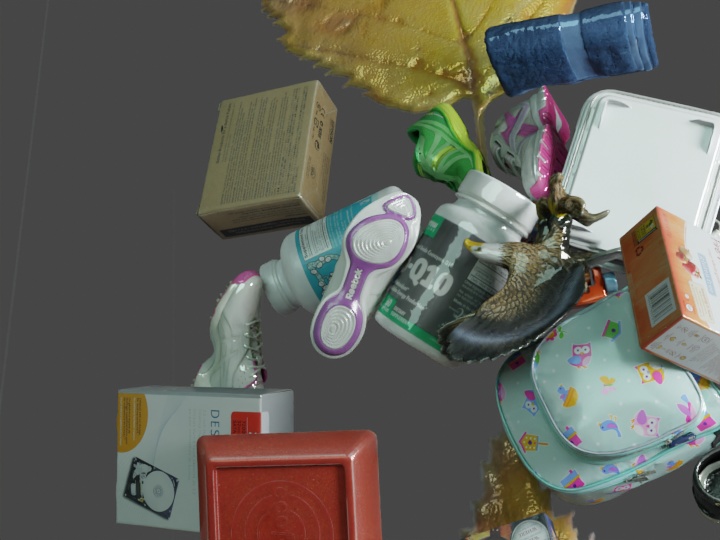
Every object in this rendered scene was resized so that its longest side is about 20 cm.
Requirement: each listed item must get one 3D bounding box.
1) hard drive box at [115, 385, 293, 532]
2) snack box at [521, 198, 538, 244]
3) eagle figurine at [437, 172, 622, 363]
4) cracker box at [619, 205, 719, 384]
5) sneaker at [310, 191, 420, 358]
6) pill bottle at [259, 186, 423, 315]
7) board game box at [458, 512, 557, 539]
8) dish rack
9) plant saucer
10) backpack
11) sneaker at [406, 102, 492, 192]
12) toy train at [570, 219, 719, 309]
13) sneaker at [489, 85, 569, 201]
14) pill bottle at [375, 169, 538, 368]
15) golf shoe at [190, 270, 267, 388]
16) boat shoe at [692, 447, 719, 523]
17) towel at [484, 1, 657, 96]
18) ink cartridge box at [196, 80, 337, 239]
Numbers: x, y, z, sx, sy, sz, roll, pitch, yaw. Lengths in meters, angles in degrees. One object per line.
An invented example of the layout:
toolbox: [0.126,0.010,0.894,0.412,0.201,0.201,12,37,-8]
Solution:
hard drive box: [-0.178,0.213,1.065,0.198,0.077,0.157,-3,86,25]
snack box: [0.220,-0.057,1.098,0.199,0.024,0.072,-38,53,1]
eagle figurine: [0.164,0.015,0.938,0.150,0.151,0.201,16,83,48]
cracker box: [0.341,0.040,0.863,0.058,0.199,0.135,-48,28,40]
sneaker: [0.000,0.000,1.049,0.074,0.100,0.201,30,92,-2]
pill bottle: [-0.021,-0.015,1.139,0.199,0.111,0.111,-25,53,12]
board game box: [0.100,0.322,0.861,0.199,0.035,0.136,-23,53,14]
dish rack: [0.300,-0.097,0.994,0.170,0.044,0.202,17,82,17]
plant saucer: [-0.078,0.271,0.963,0.198,0.037,0.202,-4,87,10]
backpack: [0.233,0.126,0.901,0.199,0.153,0.177,-33,64,15]
sneaker: [0.113,-0.129,1.169,0.083,0.074,0.201,-28,43,6]
toy train: [0.301,-0.030,1.029,0.198,0.056,0.151,-17,73,9]
sneaker: [0.202,-0.138,1.113,0.088,0.082,0.201,-27,26,25]
pill bottle: [0.111,-0.003,1.039,0.113,0.113,0.201,32,91,37]
golf shoe: [-0.141,0.100,1.126,0.091,0.075,0.202,25,109,25]
boat shoe: [0.403,0.183,0.840,0.200,0.063,0.074,-15,53,16]
towel: [0.258,-0.272,1.146,0.198,0.112,0.049,-4,66,24]
ink cartridge box: [-0.126,-0.154,1.299,0.163,0.075,0.202,-8,59,24]
